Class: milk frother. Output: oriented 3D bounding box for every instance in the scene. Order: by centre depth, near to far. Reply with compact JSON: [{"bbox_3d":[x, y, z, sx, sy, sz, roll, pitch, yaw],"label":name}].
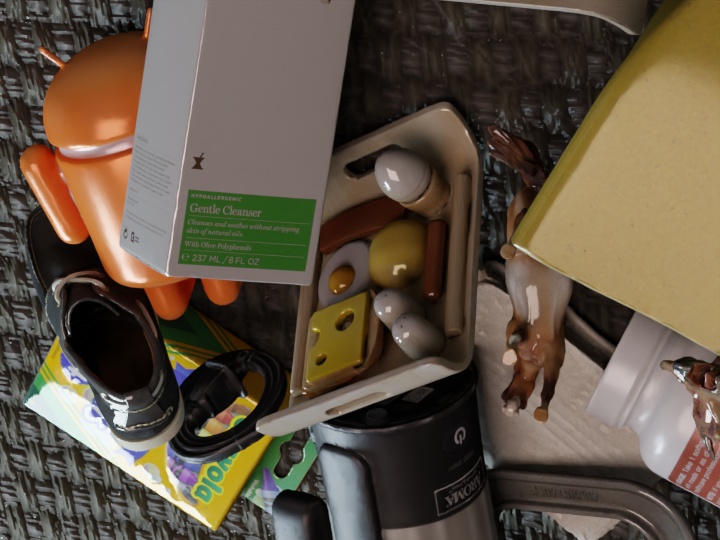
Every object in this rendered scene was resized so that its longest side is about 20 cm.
[{"bbox_3d":[-0.015,0.152,1.790,0.200,0.180,0.189,29,135,53],"label":"milk frother"}]

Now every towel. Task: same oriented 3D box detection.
[{"bbox_3d":[0.118,0.086,1.792,0.200,0.035,0.133,40,128,-4],"label":"towel"}]

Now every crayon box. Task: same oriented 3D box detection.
[{"bbox_3d":[-0.125,0.095,1.893,0.199,0.052,0.126,33,127,2],"label":"crayon box"}]

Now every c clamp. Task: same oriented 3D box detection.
[{"bbox_3d":[0.163,0.203,1.809,0.199,0.027,0.172,8,133,29],"label":"c clamp"}]

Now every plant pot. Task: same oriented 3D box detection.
[{"bbox_3d":[0.231,-0.085,1.547,0.195,0.194,0.201,27,118,6],"label":"plant pot"}]

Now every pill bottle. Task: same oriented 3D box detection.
[{"bbox_3d":[0.248,0.098,1.692,0.199,0.112,0.113,28,127,5],"label":"pill bottle"}]

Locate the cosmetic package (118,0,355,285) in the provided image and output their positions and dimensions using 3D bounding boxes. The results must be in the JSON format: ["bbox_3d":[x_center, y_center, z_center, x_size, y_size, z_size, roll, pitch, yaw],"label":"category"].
[{"bbox_3d":[-0.076,-0.100,1.663,0.085,0.107,0.201,28,113,59],"label":"cosmetic package"}]

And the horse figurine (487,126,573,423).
[{"bbox_3d":[0.107,0.005,1.672,0.050,0.133,0.201,0,102,8],"label":"horse figurine"}]

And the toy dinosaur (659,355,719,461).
[{"bbox_3d":[0.244,0.115,1.594,0.135,0.086,0.201,18,136,23],"label":"toy dinosaur"}]

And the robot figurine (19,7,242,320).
[{"bbox_3d":[-0.134,-0.070,1.757,0.143,0.117,0.201,6,125,48],"label":"robot figurine"}]

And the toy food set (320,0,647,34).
[{"bbox_3d":[0.078,-0.216,1.576,0.199,0.060,0.144,7,78,21],"label":"toy food set"}]

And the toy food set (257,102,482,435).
[{"bbox_3d":[0.000,0.000,1.691,0.143,0.201,0.060,-22,135,33],"label":"toy food set"}]

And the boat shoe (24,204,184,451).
[{"bbox_3d":[-0.175,0.024,1.795,0.072,0.201,0.068,-28,148,-1],"label":"boat shoe"}]
